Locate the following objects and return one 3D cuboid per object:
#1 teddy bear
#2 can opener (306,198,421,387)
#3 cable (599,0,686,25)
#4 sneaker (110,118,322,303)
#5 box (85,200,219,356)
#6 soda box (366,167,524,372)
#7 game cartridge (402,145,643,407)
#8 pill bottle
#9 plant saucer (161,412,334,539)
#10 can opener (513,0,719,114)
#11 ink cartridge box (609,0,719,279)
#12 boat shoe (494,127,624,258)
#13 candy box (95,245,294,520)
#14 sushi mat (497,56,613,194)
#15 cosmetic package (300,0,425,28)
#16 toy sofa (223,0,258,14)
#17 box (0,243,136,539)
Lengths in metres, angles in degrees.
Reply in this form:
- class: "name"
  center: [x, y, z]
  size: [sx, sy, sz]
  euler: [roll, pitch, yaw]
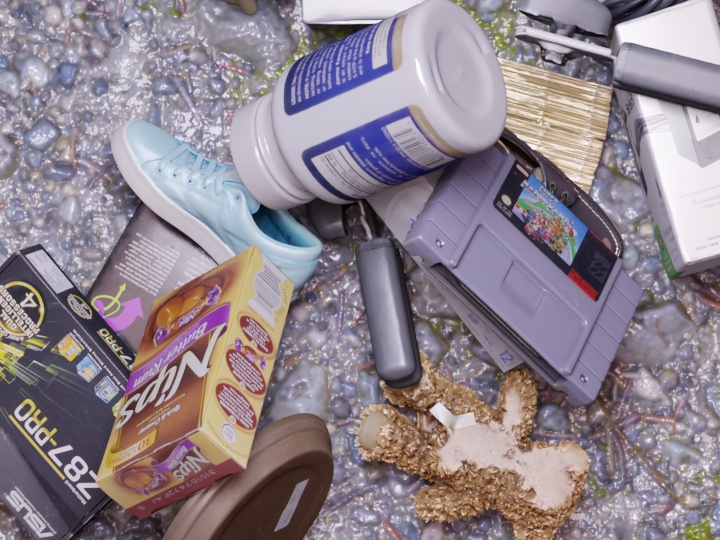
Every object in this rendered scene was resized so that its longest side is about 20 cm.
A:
- class: "teddy bear"
  center: [0.092, 0.146, 1.679]
  size: [0.198, 0.067, 0.146]
  euler: [10, 75, 7]
- class: "can opener"
  center: [0.000, 0.000, 1.669]
  size: [0.066, 0.053, 0.202]
  euler: [-13, 72, 9]
- class: "cable"
  center: [0.245, -0.285, 1.676]
  size: [0.200, 0.162, 0.051]
  euler: [-51, 126, -24]
- class: "sneaker"
  center: [-0.109, -0.064, 1.642]
  size: [0.200, 0.074, 0.082]
  euler: [41, 123, -4]
- class: "box"
  center: [-0.149, 0.024, 1.699]
  size: [0.142, 0.036, 0.201]
  euler: [30, 84, 4]
- class: "soda box"
  center: [0.091, -0.019, 1.651]
  size: [0.200, 0.063, 0.068]
  euler: [52, 42, -8]
- class: "game cartridge"
  center: [0.134, -0.003, 1.611]
  size: [0.200, 0.038, 0.130]
  euler: [42, 57, -16]
- class: "pill bottle"
  center: [0.001, -0.119, 1.553]
  size: [0.199, 0.119, 0.121]
  euler: [-20, 83, 35]
- class: "plant saucer"
  center: [-0.088, 0.200, 1.599]
  size: [0.029, 0.200, 0.200]
  euler: [37, 85, 23]
- class: "can opener"
  center: [0.216, -0.172, 1.565]
  size: [0.198, 0.053, 0.067]
  euler: [15, 88, 6]
- class: "ink cartridge box"
  center: [0.268, -0.105, 1.655]
  size: [0.083, 0.146, 0.202]
  euler: [-16, 84, 2]
- class: "boat shoe"
  center: [0.137, -0.063, 1.683]
  size: [0.200, 0.065, 0.072]
  euler: [42, 94, -3]
- class: "candy box"
  center: [-0.125, 0.084, 1.565]
  size: [0.116, 0.201, 0.056]
  euler: [-28, 123, 32]
- class: "sushi mat"
  center: [0.111, -0.134, 1.725]
  size: [0.198, 0.012, 0.096]
  euler: [15, 85, 2]
- class: "cosmetic package"
  center: [0.004, -0.239, 1.639]
  size: [0.106, 0.200, 0.091]
  euler: [-2, 93, 2]
- class: "toy sofa"
  center: [-0.083, -0.322, 1.708]
  size: [0.097, 0.083, 0.202]
  euler: [14, 84, 4]
- class: "box"
  center: [-0.258, 0.105, 1.659]
  size: [0.161, 0.049, 0.200]
  euler: [-42, 85, 20]
